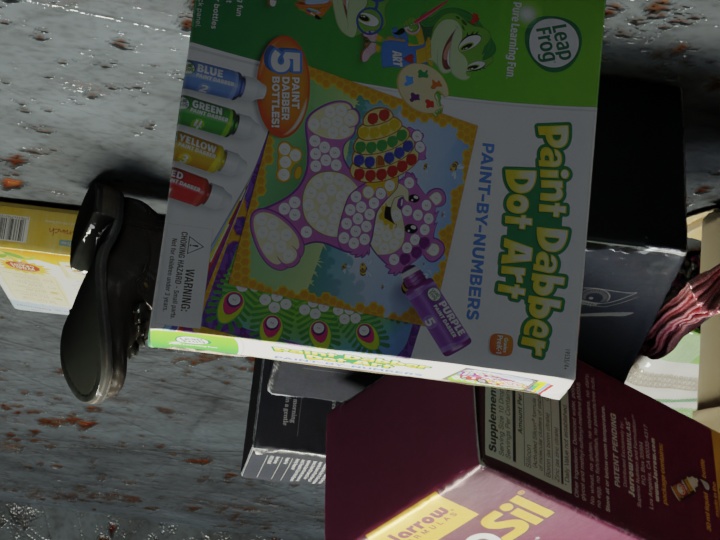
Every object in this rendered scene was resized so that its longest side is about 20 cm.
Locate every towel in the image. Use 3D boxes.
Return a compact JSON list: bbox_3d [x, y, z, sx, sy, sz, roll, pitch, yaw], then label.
[{"bbox_3d":[0.247,-0.017,1.209,0.200,0.023,0.144,-30,172,-10],"label":"towel"},{"bbox_3d":[0.233,0.094,1.557,0.149,0.031,0.200,1,147,-29],"label":"towel"}]

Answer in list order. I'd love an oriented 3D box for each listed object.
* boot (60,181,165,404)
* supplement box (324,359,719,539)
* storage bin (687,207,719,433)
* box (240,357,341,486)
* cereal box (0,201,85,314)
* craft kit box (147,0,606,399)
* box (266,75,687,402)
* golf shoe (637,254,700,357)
[{"bbox_3d":[-0.105,0.024,1.482,0.174,0.200,0.069,17,133,-18],"label":"boot"},{"bbox_3d":[0.096,0.125,1.232,0.200,0.103,0.131,26,136,-30],"label":"supplement box"},{"bbox_3d":[0.290,0.075,1.425,0.198,0.200,0.094,14,163,-28],"label":"storage bin"},{"bbox_3d":[0.029,0.036,1.384,0.182,0.200,0.104,8,165,-4],"label":"box"},{"bbox_3d":[-0.201,-0.002,1.665,0.144,0.040,0.200,6,167,0],"label":"cereal box"},{"bbox_3d":[0.010,-0.050,1.048,0.197,0.200,0.049,7,165,-5],"label":"craft kit box"},{"bbox_3d":[0.060,-0.014,1.233,0.196,0.118,0.200,8,146,-5],"label":"box"},{"bbox_3d":[0.218,0.041,1.586,0.092,0.073,0.200,14,164,-33],"label":"golf shoe"}]
